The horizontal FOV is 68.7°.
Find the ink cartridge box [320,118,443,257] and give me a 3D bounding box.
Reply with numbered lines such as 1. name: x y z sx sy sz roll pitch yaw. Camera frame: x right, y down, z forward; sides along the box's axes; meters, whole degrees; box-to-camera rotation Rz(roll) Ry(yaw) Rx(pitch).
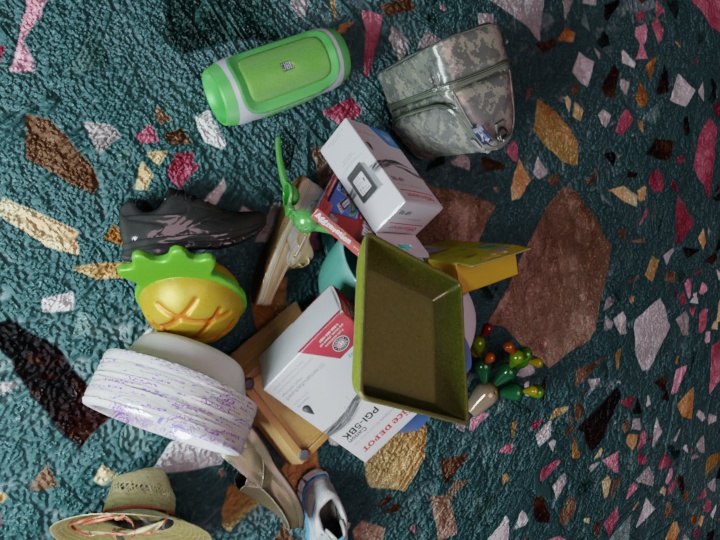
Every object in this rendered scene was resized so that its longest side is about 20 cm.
1. ink cartridge box: 0.042 -0.117 0.763 0.115 0.067 0.201 -2 54 -55

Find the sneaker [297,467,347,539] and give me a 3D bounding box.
1. sneaker: -0.050 0.429 0.848 0.074 0.086 0.203 -19 106 -27

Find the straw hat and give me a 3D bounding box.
1. straw hat: -0.289 0.308 0.695 0.199 0.201 0.086 24 41 -29

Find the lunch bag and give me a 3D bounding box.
1. lunch bag: 0.136 -0.259 0.807 0.138 0.199 0.170 -29 108 -22

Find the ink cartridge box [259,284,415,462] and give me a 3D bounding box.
1. ink cartridge box: -0.015 0.144 0.718 0.147 0.083 0.200 -45 115 6

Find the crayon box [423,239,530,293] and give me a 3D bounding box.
1. crayon box: 0.158 -0.008 0.846 0.125 0.199 0.052 -15 103 -27

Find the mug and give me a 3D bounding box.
1. mug: 0.009 0.006 0.809 0.150 0.115 0.187 12 50 -28

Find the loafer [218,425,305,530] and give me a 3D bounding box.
1. loafer: -0.151 0.311 0.788 0.067 0.076 0.202 -33 100 -21

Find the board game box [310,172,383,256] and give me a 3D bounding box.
1. board game box: -0.006 -0.092 0.758 0.103 0.201 0.019 40 119 -14

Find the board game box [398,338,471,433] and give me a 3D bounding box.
1. board game box: 0.076 0.156 0.827 0.157 0.039 0.201 37 94 -26

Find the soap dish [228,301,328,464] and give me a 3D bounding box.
1. soap dish: -0.098 0.175 0.794 0.157 0.081 0.201 -40 112 -19

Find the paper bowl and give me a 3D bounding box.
1. paper bowl: -0.224 0.150 0.655 0.199 0.200 0.106 32 60 -28

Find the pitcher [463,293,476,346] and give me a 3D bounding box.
1. pitcher: 0.106 0.126 0.892 0.169 0.121 0.203 0 107 -15

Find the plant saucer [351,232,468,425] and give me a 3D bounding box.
1. plant saucer: 0.057 0.081 0.668 0.199 0.048 0.203 25 57 -39

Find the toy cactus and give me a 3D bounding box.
1. toy cactus: 0.258 0.201 1.005 0.199 0.102 0.165 38 96 -29

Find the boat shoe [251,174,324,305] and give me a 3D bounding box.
1. boat shoe: -0.098 -0.037 0.773 0.069 0.074 0.203 24 83 -23

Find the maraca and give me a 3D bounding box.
1. maraca: -0.218 0.028 0.664 0.135 0.201 0.108 -10 60 -2

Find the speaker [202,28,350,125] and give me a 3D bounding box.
1. speaker: -0.113 -0.270 0.732 0.198 0.088 0.090 -30 109 -23

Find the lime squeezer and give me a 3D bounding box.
1. lime squeezer: -0.077 -0.098 0.727 0.070 0.038 0.201 -38 84 -17

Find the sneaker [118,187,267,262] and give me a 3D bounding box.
1. sneaker: -0.221 -0.068 0.705 0.198 0.076 0.092 -12 94 -31
